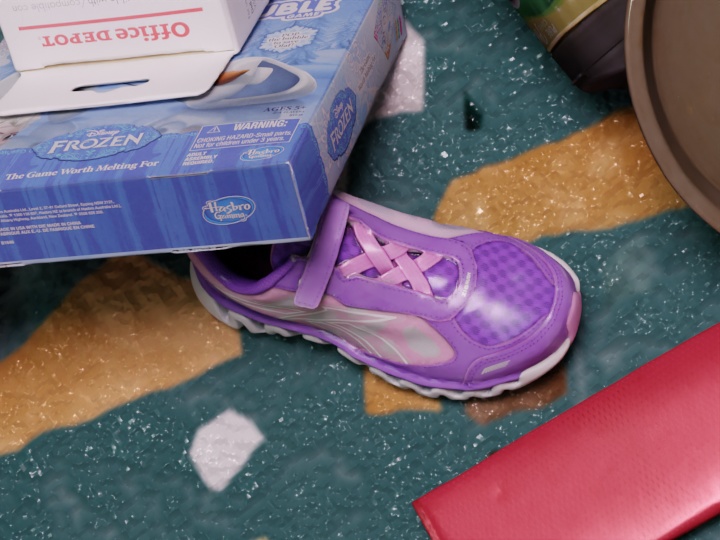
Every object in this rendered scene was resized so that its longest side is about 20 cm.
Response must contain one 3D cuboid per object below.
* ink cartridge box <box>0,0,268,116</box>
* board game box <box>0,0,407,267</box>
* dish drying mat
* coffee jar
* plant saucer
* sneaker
[{"bbox_3d":[-0.103,-0.153,0.979,0.117,0.067,0.200,-4,33,18],"label":"ink cartridge box"},{"bbox_3d":[-0.096,-0.074,0.956,0.200,0.043,0.199,-4,30,17],"label":"board game box"},{"bbox_3d":[0.124,0.083,0.893,0.200,0.018,0.077,-31,62,6],"label":"dish drying mat"},{"bbox_3d":[0.082,-0.174,0.926,0.085,0.104,0.200,-37,89,0],"label":"coffee jar"},{"bbox_3d":[0.205,-0.099,0.875,0.200,0.029,0.200,-1,94,-11],"label":"plant saucer"},{"bbox_3d":[0.000,0.000,0.930,0.200,0.088,0.081,13,73,22],"label":"sneaker"}]
